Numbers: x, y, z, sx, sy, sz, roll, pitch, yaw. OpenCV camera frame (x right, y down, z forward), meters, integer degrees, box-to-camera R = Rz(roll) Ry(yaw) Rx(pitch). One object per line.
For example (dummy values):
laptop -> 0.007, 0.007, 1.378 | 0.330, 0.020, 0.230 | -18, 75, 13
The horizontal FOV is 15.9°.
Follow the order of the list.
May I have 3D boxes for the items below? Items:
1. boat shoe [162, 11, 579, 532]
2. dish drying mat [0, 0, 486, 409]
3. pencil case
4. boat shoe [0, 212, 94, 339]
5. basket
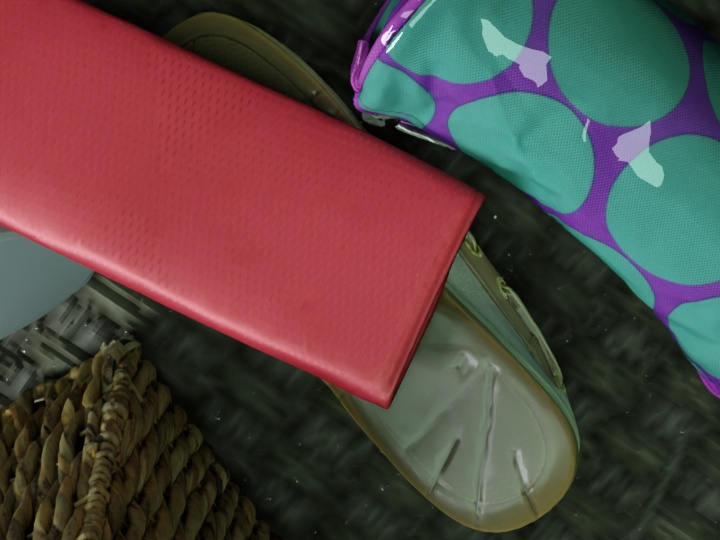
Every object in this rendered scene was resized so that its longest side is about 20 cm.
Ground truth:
boat shoe -> 0.000, 0.000, 0.867 | 0.074, 0.066, 0.200 | -37, 87, 13
dish drying mat -> -0.065, -0.033, 0.826 | 0.199, 0.018, 0.077 | 25, 87, 5
pencil case -> 0.088, -0.036, 0.843 | 0.200, 0.085, 0.092 | 39, 109, -15
boat shoe -> -0.182, -0.004, 0.847 | 0.199, 0.068, 0.074 | -16, 151, -27
basket -> -0.097, 0.144, 0.854 | 0.142, 0.200, 0.149 | -31, 109, 11
